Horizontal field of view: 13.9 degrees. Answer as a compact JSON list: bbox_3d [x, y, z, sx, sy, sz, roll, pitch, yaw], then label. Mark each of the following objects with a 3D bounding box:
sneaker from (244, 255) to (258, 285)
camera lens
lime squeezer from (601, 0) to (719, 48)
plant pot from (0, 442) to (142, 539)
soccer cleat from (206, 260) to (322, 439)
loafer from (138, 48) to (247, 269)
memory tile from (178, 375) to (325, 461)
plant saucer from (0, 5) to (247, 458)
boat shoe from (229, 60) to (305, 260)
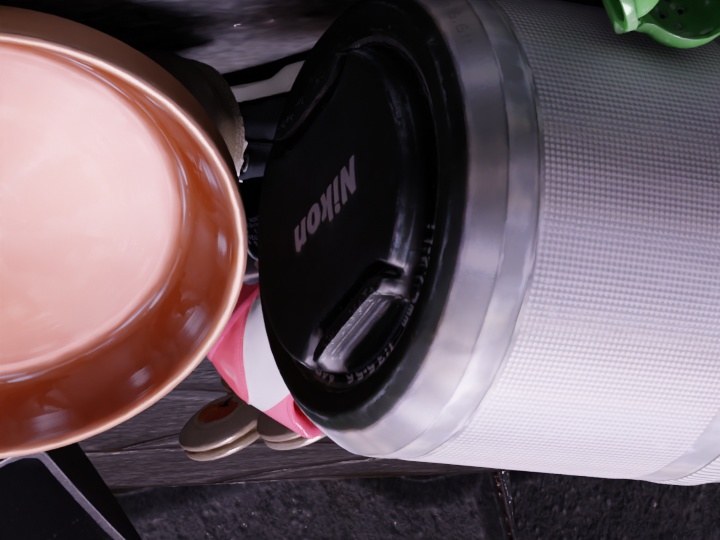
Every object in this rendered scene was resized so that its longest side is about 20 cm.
[{"bbox_3d":[-0.004,-0.012,1.336,0.139,0.078,0.200,-3,172,-21],"label":"sneaker"},{"bbox_3d":[0.075,-0.010,1.012,0.199,0.161,0.160,7,168,-27],"label":"camera lens"},{"bbox_3d":[0.103,-0.095,0.931,0.070,0.038,0.199,-11,170,38],"label":"lime squeezer"},{"bbox_3d":[-0.231,0.083,1.294,0.199,0.178,0.200,-28,155,1],"label":"plant pot"},{"bbox_3d":[0.000,0.000,1.246,0.067,0.076,0.200,-46,180,-44],"label":"soccer cleat"},{"bbox_3d":[-0.088,-0.016,1.129,0.067,0.076,0.200,-22,158,-38],"label":"loafer"},{"bbox_3d":[0.012,0.039,1.479,0.199,0.017,0.153,-10,-154,34],"label":"memory tile"},{"bbox_3d":[-0.139,-0.013,1.028,0.199,0.032,0.201,-4,132,-4],"label":"plant saucer"},{"bbox_3d":[-0.033,-0.038,1.154,0.199,0.067,0.074,-12,171,43],"label":"boat shoe"}]
